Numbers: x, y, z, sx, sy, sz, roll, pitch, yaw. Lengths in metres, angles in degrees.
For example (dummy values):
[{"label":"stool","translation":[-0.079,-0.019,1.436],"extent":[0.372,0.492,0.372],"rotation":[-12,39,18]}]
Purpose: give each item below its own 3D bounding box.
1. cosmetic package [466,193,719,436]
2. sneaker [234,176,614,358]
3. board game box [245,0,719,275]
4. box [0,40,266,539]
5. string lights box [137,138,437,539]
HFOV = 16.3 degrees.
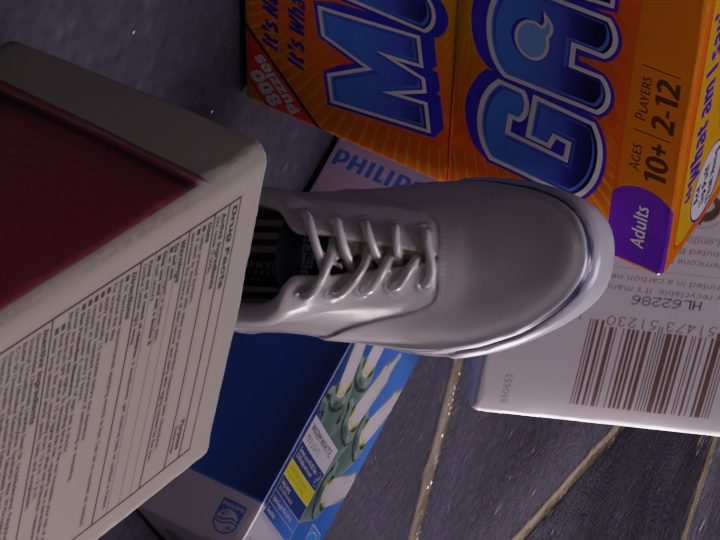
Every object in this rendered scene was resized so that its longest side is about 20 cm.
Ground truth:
[{"label":"cosmetic package","translation":[0.143,-0.045,1.257],"extent":[0.200,0.167,0.167],"rotation":[-90,-173,-53]},{"label":"sneaker","translation":[0.000,0.000,1.002],"extent":[0.071,0.200,0.073],"rotation":[7,79,-63]},{"label":"board game box","translation":[0.087,-0.163,1.017],"extent":[0.200,0.200,0.200],"rotation":[-52,157,-35]},{"label":"box","translation":[-0.132,0.026,0.797],"extent":[0.200,0.109,0.128],"rotation":[-37,146,-55]},{"label":"string lights box","translation":[-0.024,0.050,1.193],"extent":[0.200,0.059,0.103],"rotation":[-61,160,-15]}]
